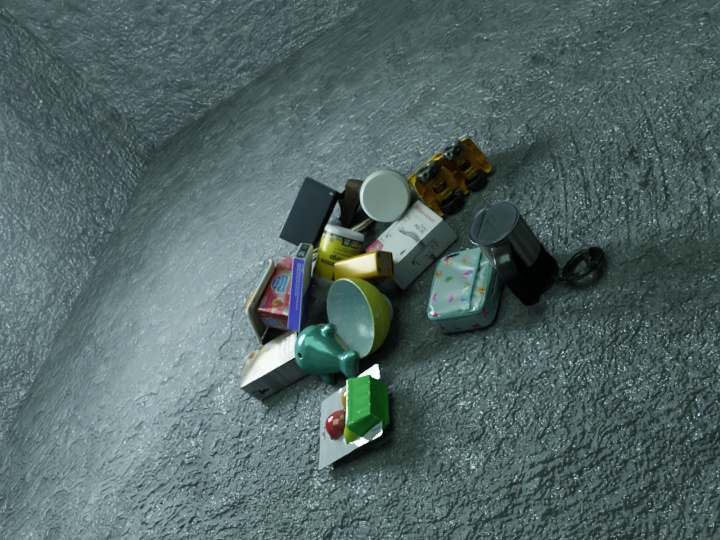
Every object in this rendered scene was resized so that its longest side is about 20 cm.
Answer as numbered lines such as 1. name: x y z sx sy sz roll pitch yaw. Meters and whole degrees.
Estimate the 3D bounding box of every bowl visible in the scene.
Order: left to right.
1. bowl: 0.015 0.107 1.560 0.107 0.201 0.200 -13 17 -34

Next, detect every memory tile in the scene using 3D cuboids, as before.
1. memory tile: -0.056 -0.100 1.882 0.200 0.017 0.153 -26 7 17

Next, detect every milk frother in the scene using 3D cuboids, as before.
1. milk frother: 0.360 -0.049 1.299 0.200 0.188 0.181 -37 35 13

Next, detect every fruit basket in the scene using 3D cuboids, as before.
1. fruit basket: -0.020 0.331 1.425 0.200 0.094 0.186 -44 30 32

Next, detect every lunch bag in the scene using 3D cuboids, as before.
1. lunch bag: 0.241 0.038 1.435 0.160 0.077 0.200 -15 44 38

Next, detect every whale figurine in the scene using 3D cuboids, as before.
1. whale figurine: -0.086 0.209 1.552 0.200 0.104 0.160 21 113 46

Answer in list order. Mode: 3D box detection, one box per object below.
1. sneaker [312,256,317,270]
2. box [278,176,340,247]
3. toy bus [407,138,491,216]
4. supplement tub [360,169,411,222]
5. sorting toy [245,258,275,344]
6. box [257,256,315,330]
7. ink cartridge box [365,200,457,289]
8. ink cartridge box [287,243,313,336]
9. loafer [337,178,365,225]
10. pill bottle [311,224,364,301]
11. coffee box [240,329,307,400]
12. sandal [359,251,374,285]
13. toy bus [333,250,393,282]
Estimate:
1. sneaker: -0.069 -0.031 1.868 0.200 0.085 0.073 -39 9 -27
2. box: -0.151 -0.171 1.936 0.182 0.104 0.201 -69 4 -86
3. toy bus: 0.230 -0.264 1.739 0.200 0.136 0.192 -41 18 3
4. supplement tub: 0.072 -0.209 1.761 0.140 0.140 0.200 -39 5 10
5. sorting toy: -0.285 0.091 1.871 0.036 0.185 0.201 12 59 11
6. box: -0.210 0.067 1.850 0.099 0.096 0.200 9 56 17
7. ink cartridge box: 0.132 -0.070 1.660 0.200 0.083 0.147 -44 35 2
8. ink cartridge box: -0.160 0.049 1.672 0.043 0.199 0.200 6 17 0
9. loafer: -0.035 -0.216 1.939 0.200 0.071 0.073 117 178 -52
10. pill bottle: -0.068 -0.018 1.751 0.112 0.112 0.201 26 101 55
11. coffee box: -0.220 0.250 1.709 0.200 0.080 0.115 -31 36 21
12. sandal: 0.011 0.020 1.698 0.043 0.076 0.200 -2 40 -6
13. toy bus: 0.000 0.000 1.605 0.200 0.078 0.065 -14 77 47
